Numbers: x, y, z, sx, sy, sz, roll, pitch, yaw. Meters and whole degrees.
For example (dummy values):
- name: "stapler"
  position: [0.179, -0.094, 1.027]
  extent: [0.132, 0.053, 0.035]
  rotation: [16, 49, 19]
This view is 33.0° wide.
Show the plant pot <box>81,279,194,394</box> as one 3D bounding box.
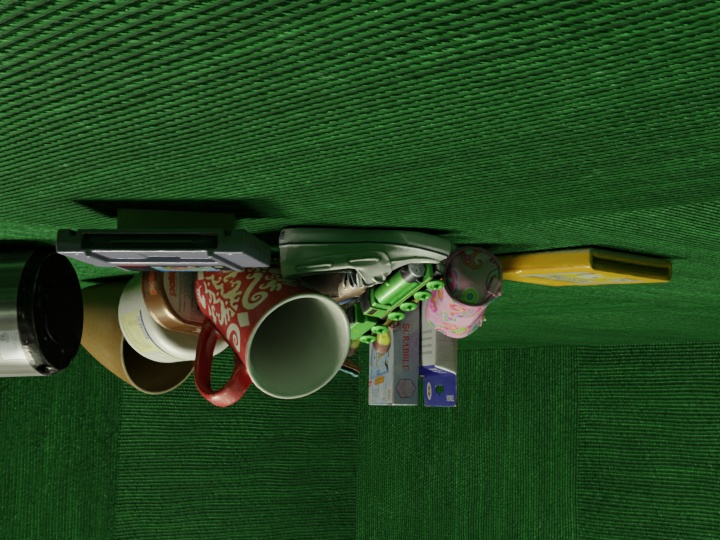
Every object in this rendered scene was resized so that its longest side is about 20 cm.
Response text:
- name: "plant pot"
  position: [-0.390, 0.092, 2.023]
  extent: [0.200, 0.187, 0.186]
  rotation: [13, -178, 37]

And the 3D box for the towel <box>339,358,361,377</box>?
- name: "towel"
  position: [-0.082, 0.110, 1.674]
  extent: [0.146, 0.022, 0.200]
  rotation: [19, 178, -10]

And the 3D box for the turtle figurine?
- name: "turtle figurine"
  position: [0.031, 0.058, 1.662]
  extent: [0.200, 0.064, 0.161]
  rotation: [-19, 152, -24]

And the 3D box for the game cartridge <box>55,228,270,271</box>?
- name: "game cartridge"
  position: [-0.204, -0.021, 1.290]
  extent: [0.199, 0.039, 0.130]
  rotation: [0, 169, 9]

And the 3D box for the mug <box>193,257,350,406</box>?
- name: "mug"
  position: [-0.134, 0.057, 1.458]
  extent: [0.177, 0.134, 0.200]
  rotation: [-21, -149, -21]

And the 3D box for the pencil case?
- name: "pencil case"
  position: [0.135, 0.031, 1.586]
  extent: [0.087, 0.088, 0.200]
  rotation: [1, 164, -2]

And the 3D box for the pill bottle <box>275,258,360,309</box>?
- name: "pill bottle"
  position: [-0.065, 0.045, 1.736]
  extent: [0.109, 0.110, 0.200]
  rotation: [-1, 172, 22]

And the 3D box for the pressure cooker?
- name: "pressure cooker"
  position: [-0.494, 0.056, 1.630]
  extent: [0.199, 0.176, 0.179]
  rotation: [-4, 169, 11]

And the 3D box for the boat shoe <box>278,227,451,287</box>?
- name: "boat shoe"
  position: [0.005, -0.012, 1.407]
  extent: [0.199, 0.066, 0.074]
  rotation: [1, 173, 0]

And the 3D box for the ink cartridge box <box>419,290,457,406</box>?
- name: "ink cartridge box"
  position: [0.102, 0.099, 1.778]
  extent: [0.040, 0.201, 0.200]
  rotation: [2, 173, -10]

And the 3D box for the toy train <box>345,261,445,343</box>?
- name: "toy train"
  position: [0.035, 0.036, 1.508]
  extent: [0.056, 0.042, 0.200]
  rotation: [13, 147, -27]

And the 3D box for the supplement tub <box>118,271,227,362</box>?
- name: "supplement tub"
  position: [-0.259, 0.056, 1.714]
  extent: [0.145, 0.146, 0.200]
  rotation: [4, 173, -24]

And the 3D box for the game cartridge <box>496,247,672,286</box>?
- name: "game cartridge"
  position: [0.280, -0.001, 1.611]
  extent: [0.176, 0.033, 0.200]
  rotation: [7, 171, -40]

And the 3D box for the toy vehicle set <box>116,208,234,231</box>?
- name: "toy vehicle set"
  position: [-0.212, -0.040, 1.381]
  extent: [0.124, 0.027, 0.200]
  rotation: [3, 173, -10]

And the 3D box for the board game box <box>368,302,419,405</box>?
- name: "board game box"
  position: [0.049, 0.104, 1.835]
  extent: [0.041, 0.200, 0.200]
  rotation: [2, 174, -10]

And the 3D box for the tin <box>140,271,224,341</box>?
- name: "tin"
  position: [-0.198, 0.028, 1.577]
  extent: [0.042, 0.112, 0.200]
  rotation: [-15, 160, 36]

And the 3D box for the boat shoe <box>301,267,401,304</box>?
- name: "boat shoe"
  position: [0.000, 0.000, 1.550]
  extent: [0.199, 0.072, 0.072]
  rotation: [-8, 170, -10]
